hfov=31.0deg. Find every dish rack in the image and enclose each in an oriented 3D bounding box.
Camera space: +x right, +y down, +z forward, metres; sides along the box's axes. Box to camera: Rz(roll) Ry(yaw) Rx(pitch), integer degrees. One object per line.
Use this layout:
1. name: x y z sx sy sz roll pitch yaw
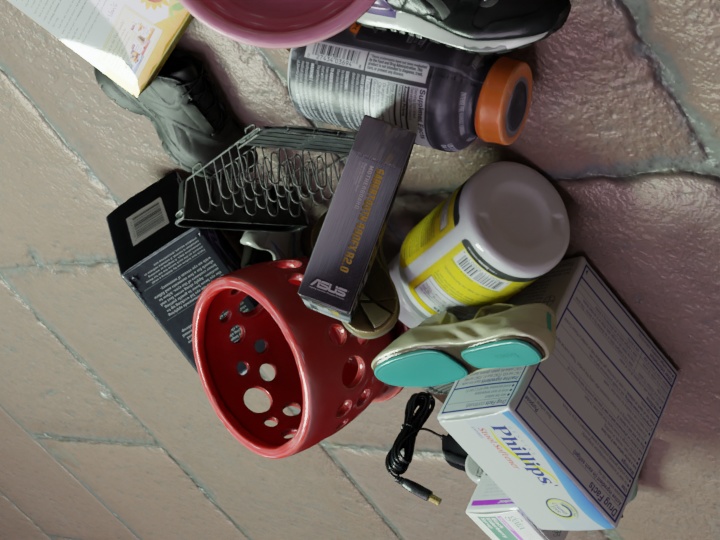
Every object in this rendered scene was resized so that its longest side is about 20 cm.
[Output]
1. dish rack: -0.084 -0.093 1.309 0.153 0.055 0.200 0 164 -35

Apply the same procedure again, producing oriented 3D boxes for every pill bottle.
1. pill bottle: 0.046 -0.163 1.123 0.199 0.106 0.106 16 145 23
2. pill bottle: 0.106 -0.015 1.263 0.114 0.115 0.200 37 148 -8

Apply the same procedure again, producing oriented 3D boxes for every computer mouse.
1. computer mouse: 0.130 0.228 1.549 0.199 0.141 0.046 29 141 6

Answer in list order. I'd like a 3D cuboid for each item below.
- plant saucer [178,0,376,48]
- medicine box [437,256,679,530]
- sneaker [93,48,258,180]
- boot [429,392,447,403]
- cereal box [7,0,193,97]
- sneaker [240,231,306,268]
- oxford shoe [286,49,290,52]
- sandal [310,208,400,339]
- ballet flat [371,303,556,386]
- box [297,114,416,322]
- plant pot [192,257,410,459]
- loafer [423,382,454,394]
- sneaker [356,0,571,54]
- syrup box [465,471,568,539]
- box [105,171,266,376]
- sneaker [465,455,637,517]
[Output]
1. plant saucer: -0.063 -0.274 1.021 0.200 0.201 0.051 31 -175 1
2. medicine box: 0.199 0.123 1.286 0.103 0.200 0.182 -13 126 49
3. sneaker: -0.180 -0.172 1.342 0.200 0.076 0.091 39 138 -18
4. boot: 0.085 0.132 1.516 0.199 0.072 0.167 -5 131 39
5. cereal box: -0.257 -0.281 1.243 0.200 0.040 0.144 38 125 -6
6. sneaker: -0.102 0.003 1.493 0.075 0.087 0.200 13 145 25
7. oxford shoe: -0.085 -0.258 1.128 0.072 0.085 0.200 9 142 30
8. sandal: 0.000 0.000 1.308 0.080 0.201 0.054 -20 136 5
9. ballet flat: 0.099 0.066 1.226 0.199 0.070 0.070 -11 129 38
10. box: -0.003 -0.038 1.141 0.048 0.159 0.200 21 175 1
11. plant pot: -0.055 0.076 1.394 0.200 0.182 0.201 24 124 40
12. loafer: 0.121 0.089 1.360 0.075 0.070 0.200 -25 155 34
13. sneaker: 0.069 -0.234 1.041 0.199 0.076 0.088 14 138 27
14. syrup box: 0.197 0.201 1.394 0.081 0.200 0.079 -14 127 49
15. box: -0.191 0.013 1.503 0.200 0.104 0.148 56 -178 -35
16. sneaker: 0.226 0.247 1.509 0.199 0.074 0.118 -5 139 13
